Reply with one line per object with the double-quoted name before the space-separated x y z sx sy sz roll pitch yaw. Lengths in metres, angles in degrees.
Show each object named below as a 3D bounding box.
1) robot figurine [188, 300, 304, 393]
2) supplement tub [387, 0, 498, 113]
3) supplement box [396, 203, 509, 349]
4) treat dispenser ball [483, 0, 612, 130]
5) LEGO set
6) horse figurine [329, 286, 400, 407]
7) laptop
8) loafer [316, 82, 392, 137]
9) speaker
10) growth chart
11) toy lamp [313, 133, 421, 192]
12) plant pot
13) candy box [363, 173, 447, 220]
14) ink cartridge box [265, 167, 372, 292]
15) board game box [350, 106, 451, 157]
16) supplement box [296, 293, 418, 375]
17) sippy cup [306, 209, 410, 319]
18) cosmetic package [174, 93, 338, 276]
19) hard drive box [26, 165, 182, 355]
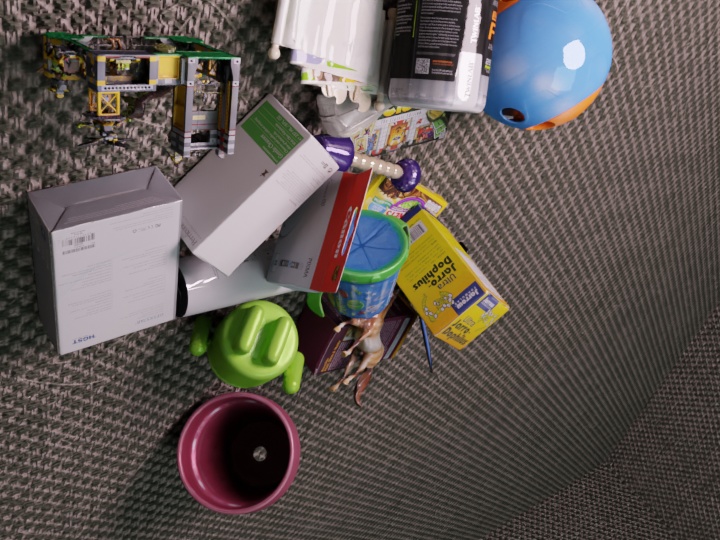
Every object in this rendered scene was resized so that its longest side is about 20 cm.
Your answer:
"robot figurine" -0.161 0.111 1.176 0.200 0.175 0.116 -35 -145 65
"supplement tub" 0.102 -0.295 0.960 0.122 0.122 0.200 -5 106 -44
"supplement box" 0.127 0.010 1.280 0.110 0.200 0.109 -42 148 11
"treat dispenser ball" 0.239 -0.294 1.087 0.201 0.201 0.201 -28 145 -22
"LEGO set" -0.216 -0.166 0.794 0.200 0.154 0.116 -17 123 -46
"horse figurine" 0.004 0.125 1.296 0.133 0.050 0.200 -37 141 -42
"laptop" 0.155 0.060 1.432 0.200 0.103 0.177 -48 -178 7
"loafer" 0.027 -0.247 1.036 0.200 0.070 0.070 -40 124 -25
"speaker" -0.173 0.007 1.111 0.200 0.081 0.081 -14 138 -38
"growth chart" -0.026 -0.271 0.929 0.200 0.018 0.145 12 94 -46
"toy lamp" 0.005 -0.149 1.103 0.200 0.058 0.058 11 120 -50
"plant pot" -0.190 0.315 1.372 0.200 0.200 0.179 -41 164 -2
"candy box" 0.058 -0.103 1.281 0.102 0.026 0.200 -47 148 15
"ink cartridge box" -0.058 -0.054 1.019 0.047 0.200 0.160 18 84 -19
"board game box" 0.053 -0.218 1.145 0.200 0.023 0.105 -20 140 -31
"supplement box" -0.011 0.101 1.390 0.200 0.086 0.110 -5 132 -44
"sippy cup" 0.000 0.000 1.198 0.178 0.140 0.130 -7 138 -9
"cosmetic package" -0.140 -0.105 0.992 0.200 0.108 0.085 -44 148 1
"hard drive box" -0.304 -0.011 0.954 0.156 0.077 0.200 -18 140 -33
